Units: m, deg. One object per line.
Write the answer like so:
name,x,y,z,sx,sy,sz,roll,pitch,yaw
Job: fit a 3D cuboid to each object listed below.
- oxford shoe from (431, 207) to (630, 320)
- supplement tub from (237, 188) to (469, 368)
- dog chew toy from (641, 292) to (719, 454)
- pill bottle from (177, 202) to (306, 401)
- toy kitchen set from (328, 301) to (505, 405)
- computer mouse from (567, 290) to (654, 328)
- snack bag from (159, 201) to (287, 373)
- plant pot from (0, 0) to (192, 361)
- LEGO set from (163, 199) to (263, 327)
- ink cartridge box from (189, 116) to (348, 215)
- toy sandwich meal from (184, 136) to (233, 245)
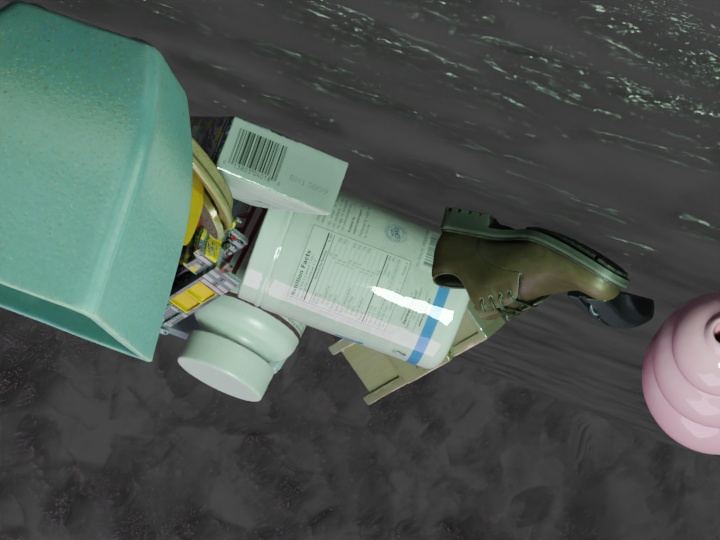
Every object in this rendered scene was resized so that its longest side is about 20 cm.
oxford shoe,0.136,0.007,1.543,0.073,0.085,0.200,26,172,-39
supplement tub,0.000,0.000,1.754,0.200,0.132,0.132,20,176,-2
dog chew toy,0.285,0.074,1.499,0.124,0.125,0.200,19,167,13
pill bottle,-0.096,0.019,1.860,0.109,0.200,0.110,23,164,7
toy kitchen set,0.068,0.008,2.062,0.200,0.180,0.163,-32,93,43
computer mouse,0.190,0.025,1.668,0.200,0.034,0.059,14,-178,-43
snack bag,-0.106,0.008,1.962,0.188,0.200,0.021,18,153,29
plant pot,-0.221,-0.073,1.355,0.196,0.200,0.196,19,171,10
LEGO set,-0.168,-0.055,1.734,0.116,0.200,0.154,-30,117,35
ink cartridge box,-0.100,-0.091,1.619,0.109,0.050,0.200,22,176,-22
toy sandwich meal,-0.188,-0.091,1.530,0.205,0.070,0.205,41,167,12
